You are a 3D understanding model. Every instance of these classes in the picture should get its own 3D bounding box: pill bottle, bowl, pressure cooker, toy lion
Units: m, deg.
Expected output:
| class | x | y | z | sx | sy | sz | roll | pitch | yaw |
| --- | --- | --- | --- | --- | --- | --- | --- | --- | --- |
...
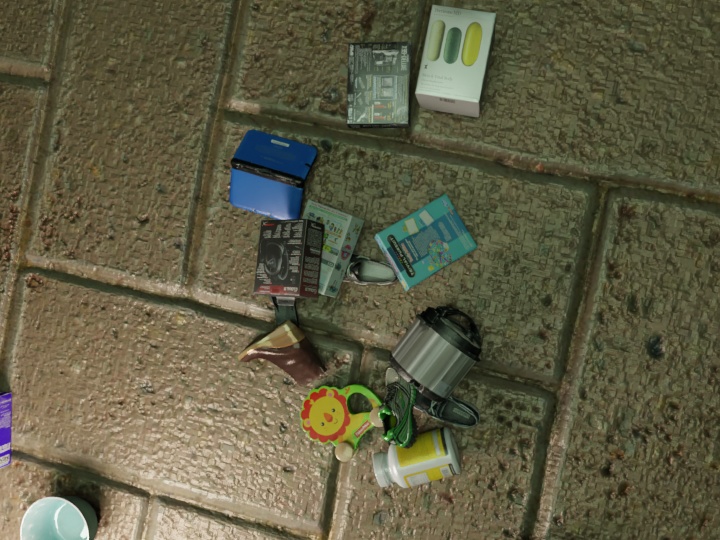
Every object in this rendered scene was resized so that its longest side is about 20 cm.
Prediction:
| class | x | y | z | sx | sy | sz | roll | pitch | yaw |
| --- | --- | --- | --- | --- | --- | --- | --- | --- | --- |
| pill bottle | 0.135 | 0.455 | 1.590 | 0.198 | 0.112 | 0.113 | -18 | 88 | 9 |
| bowl | -0.783 | 0.684 | 1.756 | 0.198 | 0.105 | 0.204 | 0 | 90 | 9 |
| pressure cooker | 0.187 | 0.183 | 1.544 | 0.178 | 0.176 | 0.201 | 39 | 97 | 14 |
| toy lion | -0.047 | 0.360 | 1.652 | 0.200 | 0.069 | 0.192 | -45 | 76 | 7 |

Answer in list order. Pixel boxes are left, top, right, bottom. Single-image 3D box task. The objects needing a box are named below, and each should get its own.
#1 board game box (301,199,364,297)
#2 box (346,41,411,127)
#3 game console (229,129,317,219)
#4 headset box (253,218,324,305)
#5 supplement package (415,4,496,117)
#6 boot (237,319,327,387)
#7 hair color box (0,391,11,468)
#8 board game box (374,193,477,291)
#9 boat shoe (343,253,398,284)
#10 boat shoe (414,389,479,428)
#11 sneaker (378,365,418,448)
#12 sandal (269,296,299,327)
| class | x | y | z | sx | sy | sz | roll | pitch | yaw |
| --- | --- | --- | --- | --- | --- | --- | --- | --- | --- |
| board game box | -0.093 | -0.055 | 1.623 | 0.147 | 0.064 | 0.202 | 23 | 95 | 33 |
| box | 0.046 | -0.456 | 1.628 | 0.156 | 0.050 | 0.203 | 1 | 91 | 9 |
| game console | -0.224 | -0.241 | 1.693 | 0.198 | 0.119 | 0.172 | 17 | 62 | 9 |
| headset box | -0.173 | -0.018 | 1.587 | 0.147 | 0.077 | 0.203 | 0 | 83 | 35 |
| supplement package | 0.224 | -0.484 | 1.545 | 0.150 | 0.151 | 0.203 | 12 | 92 | 10 |
| boot | -0.200 | 0.232 | 1.669 | 0.199 | 0.072 | 0.167 | -30 | 100 | 25 |
| hair color box | -1.027 | 0.438 | 1.817 | 0.108 | 0.065 | 0.203 | 1 | 92 | 9 |
| board game box | 0.157 | -0.068 | 1.587 | 0.199 | 0.047 | 0.152 | -30 | 85 | -8 |
| boat shoe | 0.000 | 0.000 | 1.635 | 0.198 | 0.060 | 0.075 | 12 | 94 | 10 |
| boat shoe | 0.192 | 0.329 | 1.600 | 0.198 | 0.068 | 0.072 | 24 | 94 | 11 |
| sneaker | 0.084 | 0.316 | 1.571 | 0.078 | 0.085 | 0.202 | -40 | 42 | 39 |
| sandal | -0.199 | 0.070 | 1.679 | 0.075 | 0.043 | 0.202 | -17 | 88 | 9 |
